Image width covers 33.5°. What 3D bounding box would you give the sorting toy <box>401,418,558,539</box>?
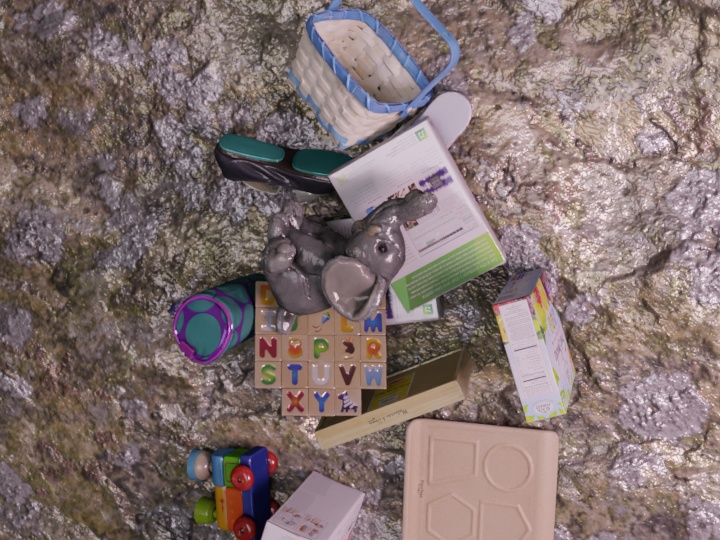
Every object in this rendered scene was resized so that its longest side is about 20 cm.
[{"bbox_3d":[0.156,0.290,1.567,0.198,0.036,0.187,3,100,9],"label":"sorting toy"}]

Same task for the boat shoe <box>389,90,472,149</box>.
[{"bbox_3d":[0.062,-0.148,1.495,0.071,0.070,0.200,41,104,-4],"label":"boat shoe"}]

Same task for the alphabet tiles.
[{"bbox_3d":[-0.049,0.080,1.485,0.164,0.006,0.202,1,75,-8],"label":"alphabet tiles"}]

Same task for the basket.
[{"bbox_3d":[0.013,-0.261,1.439,0.177,0.139,0.200,55,135,12],"label":"basket"}]

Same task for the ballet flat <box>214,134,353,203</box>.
[{"bbox_3d":[-0.093,-0.126,1.546,0.198,0.073,0.074,12,102,6],"label":"ballet flat"}]

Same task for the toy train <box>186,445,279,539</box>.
[{"bbox_3d":[-0.177,0.340,1.637,0.115,0.085,0.202,2,100,24],"label":"toy train"}]

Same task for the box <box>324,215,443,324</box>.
[{"bbox_3d":[0.000,0.000,1.548,0.198,0.036,0.146,-6,97,14],"label":"box"}]

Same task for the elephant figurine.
[{"bbox_3d":[-0.008,-0.008,1.414,0.198,0.156,0.143,7,62,16],"label":"elephant figurine"}]

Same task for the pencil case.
[{"bbox_3d":[-0.167,0.058,1.520,0.092,0.200,0.085,-40,85,18],"label":"pencil case"}]

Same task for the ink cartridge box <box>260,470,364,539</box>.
[{"bbox_3d":[-0.080,0.382,1.551,0.083,0.200,0.177,20,102,11],"label":"ink cartridge box"}]

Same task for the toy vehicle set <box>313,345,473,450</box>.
[{"bbox_3d":[0.044,0.161,1.522,0.198,0.124,0.027,-22,101,17],"label":"toy vehicle set"}]

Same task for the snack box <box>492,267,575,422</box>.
[{"bbox_3d":[0.210,0.085,1.428,0.052,0.200,0.144,-15,96,15],"label":"snack box"}]

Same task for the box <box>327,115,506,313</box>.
[{"bbox_3d":[0.070,-0.066,1.461,0.143,0.036,0.201,-27,99,16],"label":"box"}]
